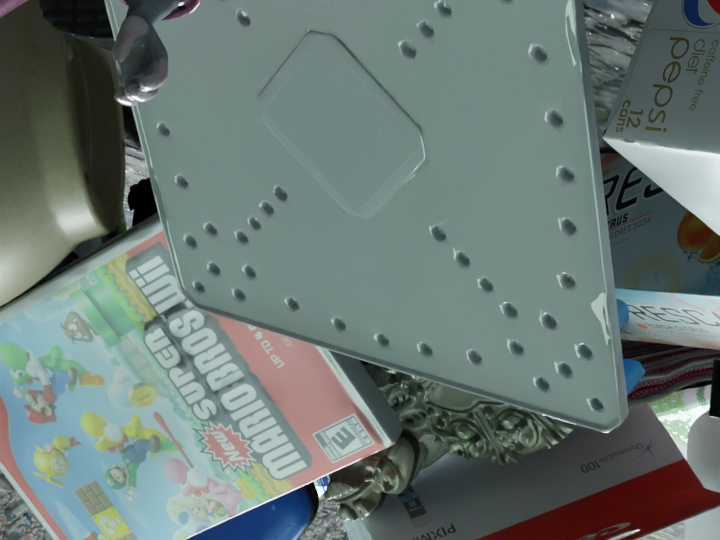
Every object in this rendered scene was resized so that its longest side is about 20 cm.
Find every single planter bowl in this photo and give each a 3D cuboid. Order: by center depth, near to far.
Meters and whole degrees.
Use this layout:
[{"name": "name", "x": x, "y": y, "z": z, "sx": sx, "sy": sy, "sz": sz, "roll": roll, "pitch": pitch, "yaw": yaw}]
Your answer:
[{"name": "planter bowl", "x": -0.182, "y": -0.070, "z": 0.897, "sx": 0.133, "sy": 0.202, "sz": 0.200, "roll": -7, "pitch": 166, "yaw": 4}]

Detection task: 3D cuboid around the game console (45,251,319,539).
[{"name": "game console", "x": -0.115, "y": 0.093, "z": 1.040, "sx": 0.200, "sy": 0.171, "sz": 0.118, "roll": 42, "pitch": -154, "yaw": 8}]

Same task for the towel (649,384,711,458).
[{"name": "towel", "x": 0.233, "y": 0.104, "z": 1.118, "sx": 0.149, "sy": 0.031, "sz": 0.199, "roll": 28, "pitch": 150, "yaw": -32}]

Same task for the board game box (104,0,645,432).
[{"name": "board game box", "x": 0.000, "y": -0.055, "z": 0.672, "sx": 0.199, "sy": 0.026, "sz": 0.201, "roll": 15, "pitch": 131, "yaw": 35}]

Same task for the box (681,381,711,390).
[{"name": "box", "x": 0.279, "y": 0.131, "z": 1.283, "sx": 0.199, "sy": 0.048, "sz": 0.193, "roll": 24, "pitch": 170, "yaw": -10}]

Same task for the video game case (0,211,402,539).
[{"name": "video game case", "x": -0.096, "y": 0.056, "z": 0.924, "sx": 0.199, "sy": 0.017, "sz": 0.144, "roll": -27, "pitch": 105, "yaw": 30}]

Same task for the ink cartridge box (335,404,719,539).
[{"name": "ink cartridge box", "x": 0.079, "y": 0.108, "z": 0.961, "sx": 0.159, "sy": 0.048, "sz": 0.200, "roll": -19, "pitch": -179, "yaw": -9}]

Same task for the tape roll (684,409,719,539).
[{"name": "tape roll", "x": 0.264, "y": 0.152, "z": 1.008, "sx": 0.200, "sy": 0.140, "sz": 0.203, "roll": 5, "pitch": 156, "yaw": 2}]

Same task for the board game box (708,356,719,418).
[{"name": "board game box", "x": 0.248, "y": 0.057, "z": 0.814, "sx": 0.134, "sy": 0.028, "sz": 0.199, "roll": 6, "pitch": 180, "yaw": 37}]

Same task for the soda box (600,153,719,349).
[{"name": "soda box", "x": 0.141, "y": -0.007, "z": 0.816, "sx": 0.068, "sy": 0.064, "sz": 0.199, "roll": 28, "pitch": 168, "yaw": -29}]

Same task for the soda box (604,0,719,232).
[{"name": "soda box", "x": 0.164, "y": -0.025, "z": 0.637, "sx": 0.068, "sy": 0.064, "sz": 0.199, "roll": 12, "pitch": 166, "yaw": 44}]

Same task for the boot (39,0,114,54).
[{"name": "boot", "x": -0.021, "y": -0.085, "z": 0.799, "sx": 0.199, "sy": 0.070, "sz": 0.131, "roll": 26, "pitch": 179, "yaw": 32}]

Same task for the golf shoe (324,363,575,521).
[{"name": "golf shoe", "x": 0.052, "y": 0.046, "z": 0.924, "sx": 0.199, "sy": 0.097, "sz": 0.079, "roll": -26, "pitch": 98, "yaw": 47}]

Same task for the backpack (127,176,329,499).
[{"name": "backpack", "x": -0.073, "y": 0.049, "z": 1.177, "sx": 0.152, "sy": 0.202, "sz": 0.163, "roll": 7, "pitch": 174, "yaw": -12}]

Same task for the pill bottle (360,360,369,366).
[{"name": "pill bottle", "x": 0.000, "y": 0.000, "z": 1.015, "sx": 0.110, "sy": 0.112, "sz": 0.200, "roll": 18, "pitch": 169, "yaw": 22}]

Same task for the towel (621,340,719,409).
[{"name": "towel", "x": 0.141, "y": 0.051, "z": 1.003, "sx": 0.145, "sy": 0.030, "sz": 0.200, "roll": -9, "pitch": 180, "yaw": -19}]

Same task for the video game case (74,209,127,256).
[{"name": "video game case", "x": -0.153, "y": -0.002, "z": 1.178, "sx": 0.023, "sy": 0.184, "sz": 0.200, "roll": -10, "pitch": 169, "yaw": -2}]

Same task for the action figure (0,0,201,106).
[{"name": "action figure", "x": -0.087, "y": -0.120, "z": 0.610, "sx": 0.198, "sy": 0.135, "sz": 0.149, "roll": -11, "pitch": -170, "yaw": 25}]
